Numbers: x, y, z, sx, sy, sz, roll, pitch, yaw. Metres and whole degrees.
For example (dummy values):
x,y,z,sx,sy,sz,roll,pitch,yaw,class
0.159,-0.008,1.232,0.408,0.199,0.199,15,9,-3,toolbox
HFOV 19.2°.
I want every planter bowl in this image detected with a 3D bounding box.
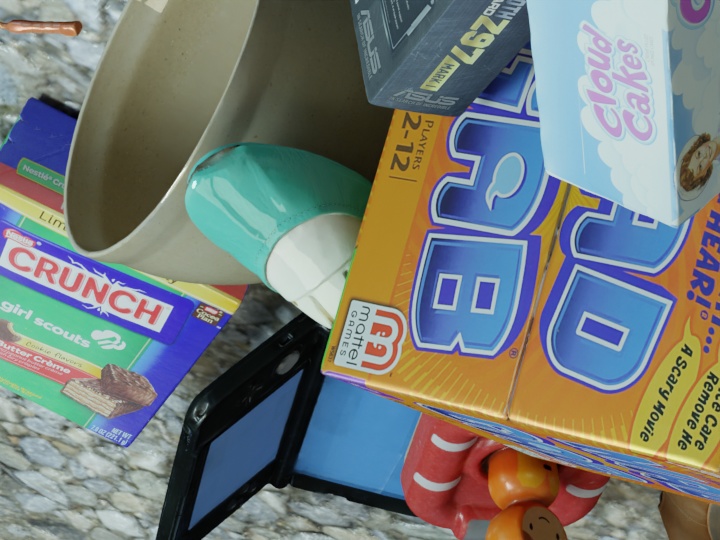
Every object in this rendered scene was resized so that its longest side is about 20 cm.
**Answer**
x,y,z,sx,sy,sz,roll,pitch,yaw,class
-0.045,-0.075,1.078,0.134,0.201,0.200,25,143,-26,planter bowl

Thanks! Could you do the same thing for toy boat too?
x,y,z,sx,sy,sz,roll,pitch,yaw,class
0.099,0.130,1.293,0.130,0.131,0.200,3,147,-9,toy boat

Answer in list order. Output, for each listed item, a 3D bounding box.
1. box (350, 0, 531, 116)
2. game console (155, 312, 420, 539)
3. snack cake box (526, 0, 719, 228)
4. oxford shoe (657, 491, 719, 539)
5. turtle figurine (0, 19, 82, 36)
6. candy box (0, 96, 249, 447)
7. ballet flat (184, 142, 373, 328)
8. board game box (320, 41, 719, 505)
x,y,z,sx,sy,sz,roll,pitch,yaw,class
0.042,-0.190,0.887,0.051,0.201,0.158,5,149,-26,box
-0.027,0.125,1.376,0.116,0.176,0.200,41,145,17,game console
0.117,-0.130,0.753,0.067,0.115,0.200,27,144,36,snack cake box
0.229,0.171,1.383,0.071,0.071,0.200,31,151,31,oxford shoe
-0.140,-0.214,1.040,0.200,0.065,0.161,-26,122,25,turtle figurine
-0.171,0.006,1.312,0.169,0.077,0.200,27,140,-11,candy box
0.000,0.000,0.996,0.067,0.071,0.200,-42,142,17,ballet flat
0.139,-0.009,0.963,0.199,0.201,0.200,12,172,35,board game box
